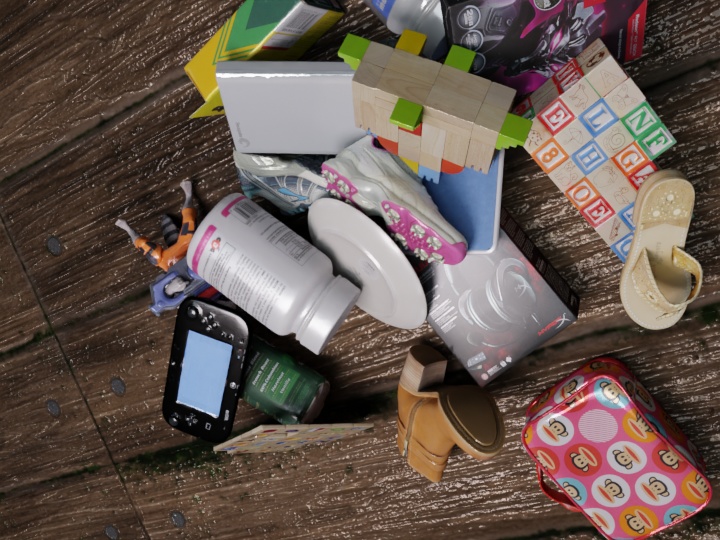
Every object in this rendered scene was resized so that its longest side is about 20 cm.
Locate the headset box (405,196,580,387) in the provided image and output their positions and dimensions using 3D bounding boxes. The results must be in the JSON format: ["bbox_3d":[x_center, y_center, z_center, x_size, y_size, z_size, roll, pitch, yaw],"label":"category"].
[{"bbox_3d":[0.142,0.012,0.796,0.148,0.077,0.201,-40,90,26],"label":"headset box"}]

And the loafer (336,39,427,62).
[{"bbox_3d":[-0.005,-0.222,0.806,0.196,0.063,0.073,-12,70,20],"label":"loafer"}]

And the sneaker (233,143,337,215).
[{"bbox_3d":[-0.071,-0.113,0.857,0.197,0.078,0.088,18,129,18],"label":"sneaker"}]

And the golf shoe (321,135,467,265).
[{"bbox_3d":[0.049,-0.086,0.738,0.199,0.092,0.076,37,160,20],"label":"golf shoe"}]

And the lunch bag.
[{"bbox_3d":[0.294,0.226,0.795,0.176,0.082,0.201,-42,88,26],"label":"lunch bag"}]

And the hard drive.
[{"bbox_3d":[-0.058,-0.186,0.767,0.196,0.027,0.133,2,150,2],"label":"hard drive"}]

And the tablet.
[{"bbox_3d":[0.106,-0.118,0.751,0.128,0.014,0.204,1,83,39],"label":"tablet"}]

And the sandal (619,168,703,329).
[{"bbox_3d":[0.317,0.005,0.682,0.076,0.070,0.214,-9,127,9],"label":"sandal"}]

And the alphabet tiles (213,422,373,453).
[{"bbox_3d":[-0.102,0.232,0.909,0.199,0.165,0.008,-34,56,50],"label":"alphabet tiles"}]

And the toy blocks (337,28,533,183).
[{"bbox_3d":[0.071,-0.148,0.677,0.197,0.137,0.101,22,71,11],"label":"toy blocks"}]

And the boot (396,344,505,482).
[{"bbox_3d":[0.100,0.209,0.826,0.200,0.075,0.158,41,131,49],"label":"boot"}]

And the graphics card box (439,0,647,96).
[{"bbox_3d":[0.183,-0.248,0.655,0.196,0.051,0.126,-15,139,5],"label":"graphics card box"}]

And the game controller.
[{"bbox_3d":[-0.202,0.133,0.866,0.103,0.042,0.203,21,113,15],"label":"game controller"}]

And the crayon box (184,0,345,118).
[{"bbox_3d":[-0.124,-0.266,0.792,0.199,0.127,0.051,-36,91,25],"label":"crayon box"}]

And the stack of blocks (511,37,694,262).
[{"bbox_3d":[0.261,-0.119,0.684,0.115,0.059,0.200,-37,112,27],"label":"stack of blocks"}]

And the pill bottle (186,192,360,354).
[{"bbox_3d":[-0.105,0.006,0.814,0.199,0.113,0.114,36,114,6],"label":"pill bottle"}]

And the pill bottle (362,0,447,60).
[{"bbox_3d":[0.042,-0.335,0.715,0.200,0.114,0.114,47,115,3],"label":"pill bottle"}]

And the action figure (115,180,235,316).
[{"bbox_3d":[-0.219,-0.023,0.920,0.198,0.105,0.196,-28,81,-18],"label":"action figure"}]

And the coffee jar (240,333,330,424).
[{"bbox_3d":[-0.144,0.143,0.928,0.198,0.104,0.086,28,77,11],"label":"coffee jar"}]

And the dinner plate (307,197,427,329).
[{"bbox_3d":[0.000,0.000,0.810,0.199,0.024,0.202,37,153,22],"label":"dinner plate"}]
